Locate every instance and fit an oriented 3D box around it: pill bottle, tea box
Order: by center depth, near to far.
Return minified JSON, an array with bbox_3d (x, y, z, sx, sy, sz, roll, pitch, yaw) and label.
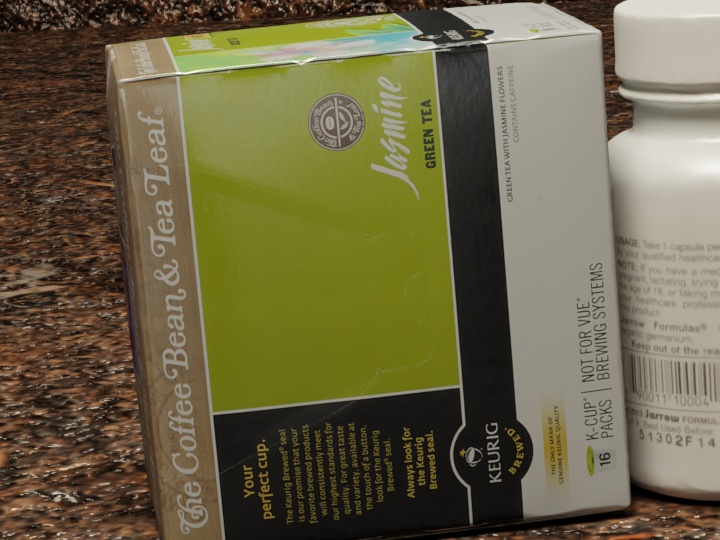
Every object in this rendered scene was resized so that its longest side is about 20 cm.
[{"bbox_3d":[0.000,0.000,1.133,0.196,0.200,0.134,-6,12,-7],"label":"tea box"},{"bbox_3d":[0.156,-0.014,1.136,0.114,0.200,0.114,-4,12,1],"label":"pill bottle"}]
